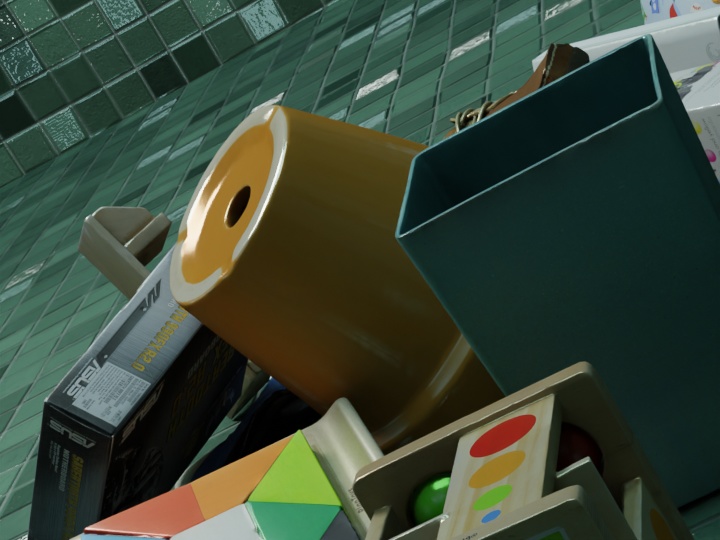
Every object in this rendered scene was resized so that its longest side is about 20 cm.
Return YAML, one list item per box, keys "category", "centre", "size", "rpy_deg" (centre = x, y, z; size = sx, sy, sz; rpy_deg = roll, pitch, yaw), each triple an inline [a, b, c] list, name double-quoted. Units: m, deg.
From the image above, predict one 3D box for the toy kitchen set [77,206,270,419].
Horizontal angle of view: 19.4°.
- category: "toy kitchen set"
  centre: [-0.085, -0.026, 1.533]
  size: [0.180, 0.163, 0.200]
  rpy_deg: [-46, -3, -20]

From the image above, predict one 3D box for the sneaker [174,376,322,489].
- category: "sneaker"
  centre: [-0.028, 0.093, 1.358]
  size: [0.200, 0.077, 0.111]
  rpy_deg: [-45, 14, -31]

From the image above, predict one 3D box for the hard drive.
- category: "hard drive"
  centre: [0.211, -0.104, 1.433]
  size: [0.026, 0.132, 0.200]
  rpy_deg: [-37, 15, -27]

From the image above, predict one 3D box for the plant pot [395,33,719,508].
- category: "plant pot"
  centre: [0.132, 0.013, 1.061]
  size: [0.141, 0.200, 0.141]
  rpy_deg: [-28, 14, 14]

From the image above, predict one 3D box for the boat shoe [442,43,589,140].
- category: "boat shoe"
  centre: [0.085, -0.067, 1.336]
  size: [0.200, 0.074, 0.076]
  rpy_deg: [113, 178, -48]

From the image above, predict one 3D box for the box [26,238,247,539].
- category: "box"
  centre: [-0.127, 0.077, 1.280]
  size: [0.200, 0.048, 0.158]
  rpy_deg: [-53, -16, -44]

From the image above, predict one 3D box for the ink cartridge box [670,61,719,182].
- category: "ink cartridge box"
  centre: [0.203, -0.055, 1.231]
  size: [0.068, 0.115, 0.200]
  rpy_deg: [-39, 16, -29]

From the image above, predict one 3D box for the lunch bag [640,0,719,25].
- category: "lunch bag"
  centre: [0.300, -0.178, 1.468]
  size: [0.200, 0.076, 0.160]
  rpy_deg: [-6, 2, -18]

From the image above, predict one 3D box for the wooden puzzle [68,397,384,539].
- category: "wooden puzzle"
  centre: [-0.071, 0.149, 1.073]
  size: [0.200, 0.037, 0.185]
  rpy_deg: [-29, 28, -4]

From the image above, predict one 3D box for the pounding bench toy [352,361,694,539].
- category: "pounding bench toy"
  centre: [0.040, 0.154, 0.927]
  size: [0.200, 0.124, 0.156]
  rpy_deg: [-27, 15, 16]

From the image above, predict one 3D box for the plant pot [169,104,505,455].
- category: "plant pot"
  centre: [0.000, 0.000, 1.207]
  size: [0.200, 0.183, 0.200]
  rpy_deg: [-46, 29, 35]
